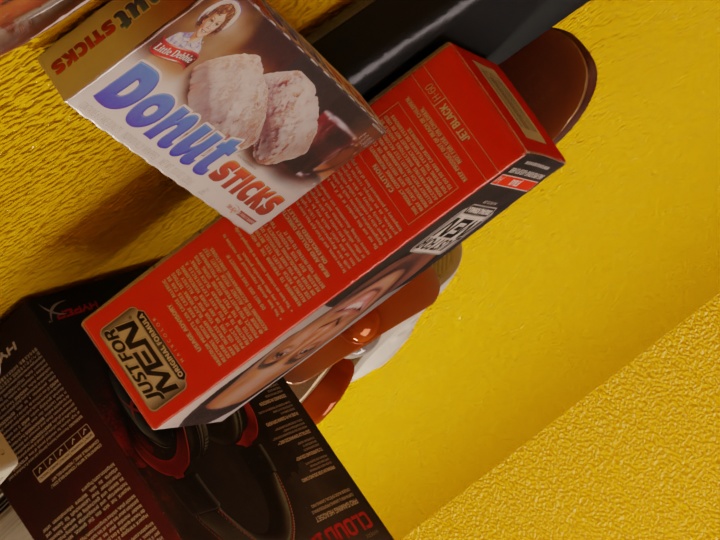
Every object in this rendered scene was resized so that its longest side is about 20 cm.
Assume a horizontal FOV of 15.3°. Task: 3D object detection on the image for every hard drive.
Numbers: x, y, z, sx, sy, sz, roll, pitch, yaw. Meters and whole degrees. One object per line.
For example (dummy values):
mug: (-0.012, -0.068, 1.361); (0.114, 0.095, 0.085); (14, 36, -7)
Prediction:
hard drive: (0.021, -0.095, 1.162); (0.200, 0.033, 0.140); (-34, 170, -2)

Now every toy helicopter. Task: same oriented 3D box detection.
toy helicopter: (0.000, 0.000, 1.392); (0.200, 0.079, 0.132); (-52, -168, 2)

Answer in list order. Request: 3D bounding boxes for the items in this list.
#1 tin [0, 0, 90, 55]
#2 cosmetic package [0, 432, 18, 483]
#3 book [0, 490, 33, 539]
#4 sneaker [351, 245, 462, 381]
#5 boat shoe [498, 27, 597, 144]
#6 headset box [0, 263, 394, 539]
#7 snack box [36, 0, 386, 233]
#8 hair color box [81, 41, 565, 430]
tin: (-0.116, -0.094, 0.703); (0.112, 0.042, 0.200); (-36, 171, 26)
cosmetic package: (-0.250, 0.108, 1.100); (0.200, 0.071, 0.105); (-25, 166, -46)
book: (-0.226, 0.175, 1.300); (0.200, 0.048, 0.134); (-43, -170, -18)
sneaker: (-0.031, 0.051, 1.562); (0.200, 0.074, 0.116); (-32, 167, -24)
boat shoe: (0.032, -0.056, 1.290); (0.200, 0.070, 0.070); (-31, 172, 23)
headset box: (-0.083, 0.102, 1.258); (0.075, 0.200, 0.149); (-40, 168, 29)
snack box: (-0.051, -0.065, 1.003); (0.072, 0.024, 0.200); (-36, 160, 6)
hair color box: (-0.014, -0.013, 1.162); (0.200, 0.061, 0.101); (-36, 171, 12)
